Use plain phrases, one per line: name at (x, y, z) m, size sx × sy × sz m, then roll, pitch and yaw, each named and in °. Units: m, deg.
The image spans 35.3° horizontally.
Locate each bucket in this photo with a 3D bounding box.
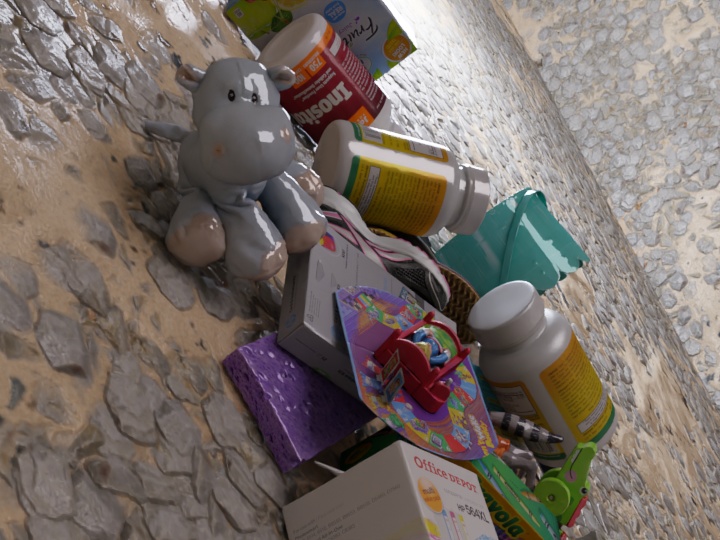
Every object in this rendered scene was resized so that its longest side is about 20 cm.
bucket at (0.205, -0.012, 1.576) m, size 0.135 × 0.207 × 0.207 m, roll 54°, pitch 20°, yaw 6°

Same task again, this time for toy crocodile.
toy crocodile at (0.188, 0.263, 1.151) m, size 0.062 × 0.201 × 0.067 m, roll 32°, pitch 3°, yaw 13°

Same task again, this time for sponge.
sponge at (-0.037, 0.101, 1.035) m, size 0.112 × 0.030 × 0.200 m, roll 59°, pitch 30°, yaw 7°

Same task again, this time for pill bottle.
pill bottle at (-0.033, -0.219, 1.444) m, size 0.200 × 0.113 × 0.113 m, roll 46°, pitch 23°, yaw -27°
pill bottle at (0.049, -0.103, 1.346) m, size 0.199 × 0.113 × 0.113 m, roll 11°, pitch 40°, yaw -20°
pill bottle at (0.204, 0.116, 1.292) m, size 0.201 × 0.112 × 0.113 m, roll 57°, pitch 18°, yaw -23°

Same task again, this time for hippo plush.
hippo plush at (-0.092, -0.109, 0.999) m, size 0.158 × 0.161 × 0.201 m, roll 1°, pitch 52°, yaw -21°

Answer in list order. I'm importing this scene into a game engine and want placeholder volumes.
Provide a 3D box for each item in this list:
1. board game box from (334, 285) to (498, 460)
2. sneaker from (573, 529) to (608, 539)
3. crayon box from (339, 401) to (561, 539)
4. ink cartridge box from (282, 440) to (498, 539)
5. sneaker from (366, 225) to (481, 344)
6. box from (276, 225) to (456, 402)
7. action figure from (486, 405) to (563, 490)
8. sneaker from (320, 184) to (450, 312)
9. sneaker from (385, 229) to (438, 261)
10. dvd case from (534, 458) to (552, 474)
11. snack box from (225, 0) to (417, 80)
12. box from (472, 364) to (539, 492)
board game box at (0.061, 0.077, 1.006) m, size 0.157 × 0.039 × 0.201 m, roll 23°, pitch 32°, yaw -29°
sneaker at (0.266, 0.386, 1.233) m, size 0.074 × 0.115 × 0.201 m, roll 27°, pitch 37°, yaw -57°
crayon box at (0.086, 0.220, 1.055) m, size 0.200 × 0.118 × 0.058 m, roll 47°, pitch 22°, yaw -24°
ink cartridge box at (0.035, 0.240, 0.899) m, size 0.128 × 0.125 × 0.201 m, roll 32°, pitch 32°, yaw -49°
sneaker at (0.067, 0.010, 1.344) m, size 0.200 × 0.075 × 0.090 m, roll 38°, pitch 6°, yaw -9°
box at (0.013, 0.059, 1.077) m, size 0.200 × 0.041 × 0.156 m, roll 38°, pitch 32°, yaw -26°
action figure at (0.118, 0.151, 1.239) m, size 0.193 × 0.105 × 0.200 m, roll 42°, pitch 15°, yaw 5°
sneaker at (0.000, 0.000, 1.239) m, size 0.199 × 0.080 × 0.086 m, roll 34°, pitch 43°, yaw 2°
sneaker at (0.075, -0.009, 1.437) m, size 0.106 × 0.075 × 0.201 m, roll 13°, pitch 47°, yaw -62°
dvd case at (0.197, 0.155, 1.452) m, size 0.150 × 0.025 × 0.201 m, roll -103°, pitch 167°, yaw -65°
snack box at (-0.049, -0.325, 1.482) m, size 0.200 × 0.168 × 0.068 m, roll 45°, pitch 21°, yaw -27°
box at (0.159, 0.210, 1.340) m, size 0.082 × 0.049 × 0.201 m, roll 27°, pitch 35°, yaw -54°
